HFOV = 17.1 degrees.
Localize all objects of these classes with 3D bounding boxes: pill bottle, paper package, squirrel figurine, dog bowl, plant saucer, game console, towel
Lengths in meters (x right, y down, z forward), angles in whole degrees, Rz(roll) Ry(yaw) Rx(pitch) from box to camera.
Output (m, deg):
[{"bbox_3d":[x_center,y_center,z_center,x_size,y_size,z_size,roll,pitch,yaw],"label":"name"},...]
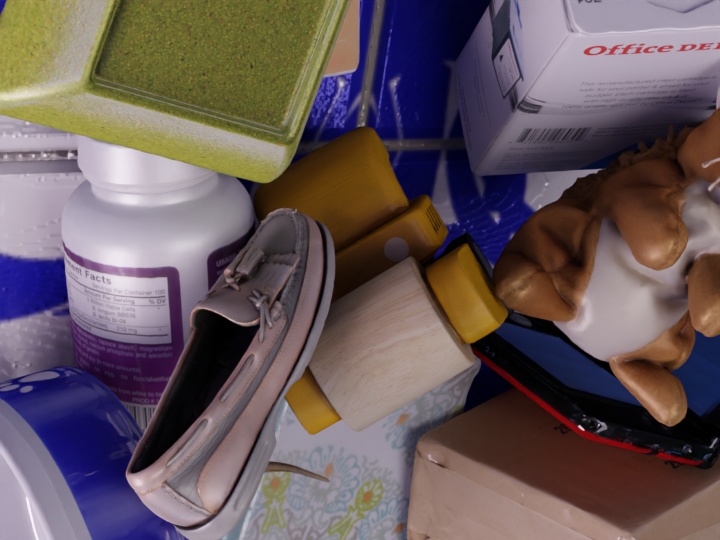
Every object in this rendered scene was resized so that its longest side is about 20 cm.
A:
[{"bbox_3d":[-0.114,0.005,1.379,0.112,0.112,0.201,-17,118,-29],"label":"pill bottle"},{"bbox_3d":[0.165,0.148,1.553,0.200,0.190,0.104,-23,124,-41],"label":"paper package"},{"bbox_3d":[0.188,-0.040,1.414,0.141,0.200,0.187,38,107,-9],"label":"squirrel figurine"},{"bbox_3d":[-0.173,0.158,1.345,0.079,0.200,0.201,-19,119,-31],"label":"dog bowl"},{"bbox_3d":[-0.076,-0.150,1.243,0.199,0.048,0.201,13,102,-39],"label":"plant saucer"},{"bbox_3d":[0.166,0.028,1.526,0.172,0.200,0.119,16,103,-38],"label":"game console"},{"bbox_3d":[-0.022,0.123,1.539,0.171,0.048,0.201,11,103,-41],"label":"towel"}]

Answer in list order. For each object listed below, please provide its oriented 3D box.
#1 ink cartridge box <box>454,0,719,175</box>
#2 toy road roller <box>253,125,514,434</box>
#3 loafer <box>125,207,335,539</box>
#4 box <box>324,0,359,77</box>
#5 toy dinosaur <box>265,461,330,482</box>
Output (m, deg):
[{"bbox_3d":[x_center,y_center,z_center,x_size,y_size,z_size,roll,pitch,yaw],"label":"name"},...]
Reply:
[{"bbox_3d":[0.155,-0.135,1.433,0.146,0.200,0.086,-4,68,-16],"label":"ink cartridge box"},{"bbox_3d":[0.000,0.000,1.388,0.123,0.200,0.146,-31,93,8],"label":"toy road roller"},{"bbox_3d":[-0.069,0.045,1.285,0.063,0.072,0.201,37,57,-33],"label":"loafer"},{"bbox_3d":[-0.089,-0.205,1.310,0.152,0.106,0.201,-15,118,-30],"label":"box"},{"bbox_3d":[-0.112,0.134,1.438,0.101,0.058,0.200,21,139,-33],"label":"toy dinosaur"}]
